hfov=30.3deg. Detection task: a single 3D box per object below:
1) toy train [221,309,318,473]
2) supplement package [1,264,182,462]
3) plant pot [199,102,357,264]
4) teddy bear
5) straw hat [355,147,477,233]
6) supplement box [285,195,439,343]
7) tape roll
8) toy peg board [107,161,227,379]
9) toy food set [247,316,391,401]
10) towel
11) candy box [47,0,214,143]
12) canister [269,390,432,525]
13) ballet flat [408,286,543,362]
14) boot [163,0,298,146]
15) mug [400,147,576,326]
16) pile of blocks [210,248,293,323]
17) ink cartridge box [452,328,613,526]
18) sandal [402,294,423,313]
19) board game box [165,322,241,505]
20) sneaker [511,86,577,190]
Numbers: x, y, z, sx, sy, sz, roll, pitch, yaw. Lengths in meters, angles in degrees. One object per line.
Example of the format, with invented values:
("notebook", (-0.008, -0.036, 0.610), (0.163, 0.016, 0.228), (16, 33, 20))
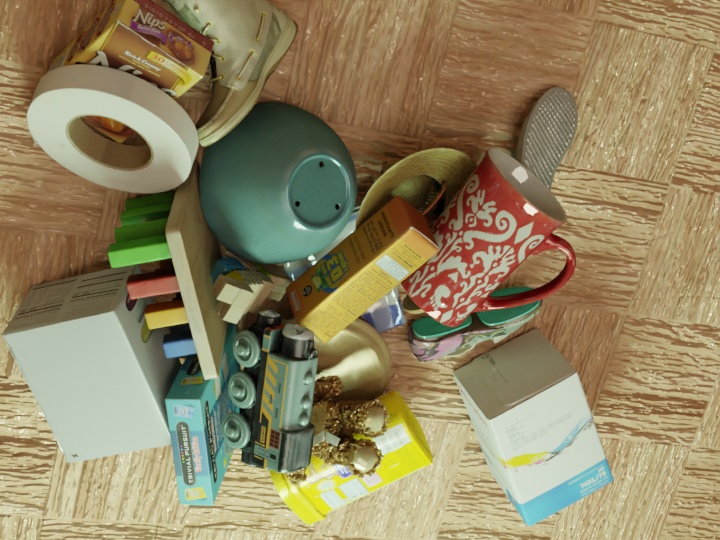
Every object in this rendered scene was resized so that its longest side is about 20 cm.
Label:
("toy train", (-0.105, 0.155, 1.656), (0.085, 0.113, 0.203), (-6, 108, -53))
("supplement package", (-0.321, 0.117, 1.651), (0.153, 0.111, 0.202), (-11, 119, 15))
("plant pot", (-0.081, -0.101, 1.623), (0.197, 0.134, 0.204), (-5, 100, -30))
("teddy bear", (-0.058, 0.206, 1.741), (0.197, 0.067, 0.148), (-7, 84, 11))
("straw hat", (0.063, -0.096, 1.736), (0.198, 0.085, 0.203), (-16, 133, -18))
("supplement box", (0.000, 0.000, 1.672), (0.200, 0.067, 0.069), (-41, 134, 18))
("tape roll", (-0.287, -0.161, 1.542), (0.201, 0.202, 0.038), (31, 58, -27))
("toy peg board", (-0.232, 0.003, 1.627), (0.096, 0.201, 0.202), (-9, 117, 5))
("toy food set", (-0.055, 0.134, 1.801), (0.197, 0.049, 0.200), (-18, 124, 4))
("towel", (-0.023, 0.012, 1.788), (0.145, 0.024, 0.203), (-20, 117, -9))
("candy box", (-0.268, -0.229, 1.513), (0.116, 0.057, 0.199), (31, 144, -26))
("canister", (-0.013, 0.256, 1.821), (0.198, 0.087, 0.149), (-26, 144, 5))
("ballet flat", (0.162, 0.079, 1.862), (0.197, 0.070, 0.072), (-18, 135, -6))
("boot", (-0.176, -0.263, 1.562), (0.154, 0.072, 0.202), (42, 66, -27))
("mug", (0.161, -0.021, 1.680), (0.200, 0.178, 0.133), (-48, 161, 20))
("pile of blocks", (-0.155, 0.023, 1.662), (0.082, 0.200, 0.063), (36, 104, 10))
("ink cartridge box", (0.245, 0.221, 1.898), (0.144, 0.147, 0.202), (-26, 119, -6))
("sandal", (0.159, 0.012, 1.822), (0.211, 0.078, 0.070), (-40, 122, -6))
("board game box", (-0.195, 0.178, 1.699), (0.046, 0.201, 0.153), (0, 115, 9))
("sneaker", (0.227, -0.149, 1.785), (0.073, 0.082, 0.203), (25, 80, -16))
